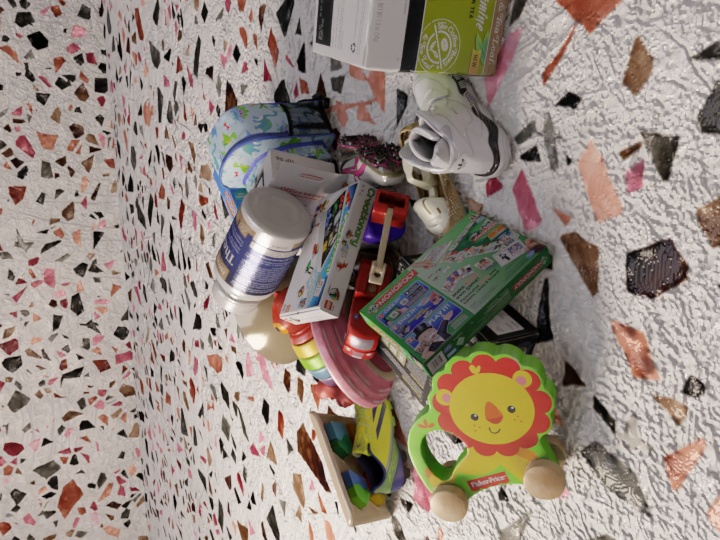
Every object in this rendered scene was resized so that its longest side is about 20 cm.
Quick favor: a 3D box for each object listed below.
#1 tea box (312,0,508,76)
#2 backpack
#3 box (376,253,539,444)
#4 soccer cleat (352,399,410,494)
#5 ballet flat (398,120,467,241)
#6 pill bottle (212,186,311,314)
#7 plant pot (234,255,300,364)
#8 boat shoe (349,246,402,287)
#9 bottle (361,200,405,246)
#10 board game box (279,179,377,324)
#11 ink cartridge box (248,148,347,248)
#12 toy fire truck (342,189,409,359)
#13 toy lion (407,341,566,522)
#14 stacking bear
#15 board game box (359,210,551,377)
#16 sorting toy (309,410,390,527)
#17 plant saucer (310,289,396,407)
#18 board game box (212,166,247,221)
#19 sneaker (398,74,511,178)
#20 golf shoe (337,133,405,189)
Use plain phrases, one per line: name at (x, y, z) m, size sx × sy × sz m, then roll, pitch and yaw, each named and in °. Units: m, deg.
tea box at (0.063, -0.341, 0.760) m, size 0.133 × 0.195 × 0.202 m, roll 38°, pitch 128°, yaw 50°
backpack at (-0.157, -0.206, 1.149) m, size 0.183 × 0.199 × 0.148 m, roll -45°, pitch 58°, yaw 52°
box at (0.120, 0.095, 0.870) m, size 0.200 × 0.085 × 0.165 m, roll 46°, pitch 134°, yaw 45°
soccer cleat at (0.017, 0.267, 1.079) m, size 0.065 × 0.083 × 0.202 m, roll -44°, pitch 59°, yaw 53°
ballet flat at (0.094, -0.109, 0.888) m, size 0.070 × 0.065 × 0.202 m, roll -34°, pitch 68°, yaw 52°
pill bottle at (-0.164, -0.024, 1.025) m, size 0.200 × 0.110 × 0.111 m, roll -56°, pitch 50°, yaw 38°
plant pot at (-0.116, 0.051, 1.179) m, size 0.134 × 0.200 × 0.202 m, roll -27°, pitch 71°, yaw 27°
boat shoe at (0.000, 0.000, 1.064) m, size 0.199 × 0.067 × 0.073 m, roll 4°, pitch 100°, yaw 58°
bottle at (-0.011, -0.069, 1.052) m, size 0.199 × 0.083 × 0.066 m, roll -5°, pitch 93°, yaw 60°
board game box at (-0.048, -0.024, 0.946) m, size 0.126 × 0.034 × 0.202 m, roll -14°, pitch 54°, yaw 56°
ink cartridge box at (-0.113, -0.126, 1.070) m, size 0.200 × 0.115 × 0.068 m, roll -50°, pitch 40°, yaw 47°
toy fire truck at (0.021, 0.006, 0.903) m, size 0.141 × 0.048 × 0.201 m, roll 105°, pitch 177°, yaw -57°
toy lion at (0.140, 0.182, 0.764) m, size 0.199 × 0.069 × 0.193 m, roll -25°, pitch 100°, yaw 27°
stacking bear at (-0.070, 0.110, 1.073) m, size 0.200 × 0.114 × 0.121 m, roll 52°, pitch 156°, yaw -22°
board game box at (0.111, 0.020, 0.783) m, size 0.134 × 0.200 × 0.029 m, roll 36°, pitch 164°, yaw 50°
sorting toy at (-0.009, 0.326, 1.091) m, size 0.036 × 0.200 × 0.186 m, roll -27°, pitch 66°, yaw 10°
plant saucer at (-0.001, 0.108, 1.006) m, size 0.051 × 0.200 × 0.202 m, roll -29°, pitch 68°, yaw 20°
board game box at (-0.180, -0.130, 1.251) m, size 0.201 × 0.151 × 0.045 m, roll 62°, pitch 143°, yaw 28°
sneaker at (0.094, -0.191, 0.821) m, size 0.201 × 0.114 × 0.075 m, roll 59°, pitch 142°, yaw 33°
golf shoe at (0.021, -0.150, 0.993) m, size 0.200 × 0.072 × 0.093 m, roll -133°, pitch 37°, yaw -63°
